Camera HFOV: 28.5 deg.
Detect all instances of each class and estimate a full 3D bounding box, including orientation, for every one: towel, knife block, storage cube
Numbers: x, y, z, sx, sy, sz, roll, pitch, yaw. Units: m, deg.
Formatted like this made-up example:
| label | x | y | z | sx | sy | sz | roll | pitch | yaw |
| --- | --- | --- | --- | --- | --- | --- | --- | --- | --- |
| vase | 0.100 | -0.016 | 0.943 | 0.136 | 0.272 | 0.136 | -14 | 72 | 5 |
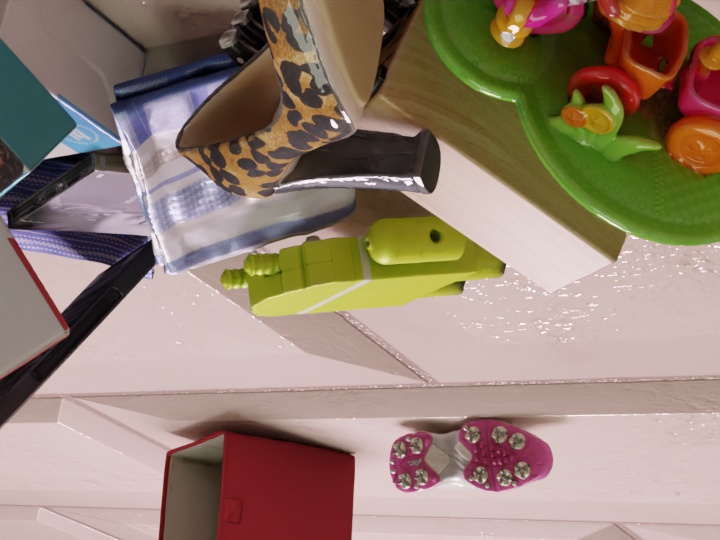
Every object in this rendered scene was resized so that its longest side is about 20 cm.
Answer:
| label | x | y | z | sx | sy | sz | roll | pitch | yaw |
| --- | --- | --- | --- | --- | --- | --- | --- | --- | --- |
| towel | -0.073 | -0.068 | 0.885 | 0.145 | 0.024 | 0.201 | -18 | 152 | -7 |
| knife block | 0.028 | -0.077 | 0.727 | 0.174 | 0.203 | 0.064 | -13 | 170 | -29 |
| storage cube | -0.124 | 0.299 | 1.669 | 0.178 | 0.203 | 0.170 | 14 | 158 | -28 |
| towel | -0.234 | -0.045 | 1.106 | 0.143 | 0.024 | 0.200 | 11 | 158 | 0 |

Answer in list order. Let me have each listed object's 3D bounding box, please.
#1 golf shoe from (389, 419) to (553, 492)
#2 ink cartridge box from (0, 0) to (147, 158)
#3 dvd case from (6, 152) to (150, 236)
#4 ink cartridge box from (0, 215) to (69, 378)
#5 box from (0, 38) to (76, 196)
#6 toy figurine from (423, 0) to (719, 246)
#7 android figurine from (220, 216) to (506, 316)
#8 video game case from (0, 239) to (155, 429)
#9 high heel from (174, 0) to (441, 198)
| label | x | y | z | sx | sy | sz | roll | pitch | yaw |
| --- | --- | --- | --- | --- | --- | --- | --- | --- | --- |
| golf shoe | 0.126 | 0.198 | 1.494 | 0.198 | 0.077 | 0.091 | -6 | 168 | 39 |
| ink cartridge box | -0.246 | -0.118 | 0.876 | 0.198 | 0.068 | 0.116 | -6 | 154 | 33 |
| dvd case | -0.125 | -0.047 | 0.981 | 0.198 | 0.016 | 0.148 | 1 | 166 | -36 |
| ink cartridge box | -0.296 | 0.009 | 1.038 | 0.145 | 0.083 | 0.200 | 59 | 162 | -7 |
| box | -0.251 | -0.124 | 0.759 | 0.082 | 0.049 | 0.200 | -28 | 109 | 42 |
| toy figurine | 0.147 | -0.130 | 0.614 | 0.198 | 0.151 | 0.184 | 27 | 148 | -5 |
| android figurine | 0.000 | 0.000 | 1.013 | 0.197 | 0.042 | 0.182 | -3 | 169 | -25 |
| video game case | -0.242 | 0.062 | 1.103 | 0.019 | 0.200 | 0.142 | 45 | 151 | -12 |
| high heel | -0.055 | -0.095 | 0.645 | 0.141 | 0.072 | 0.201 | 5 | 151 | 23 |
